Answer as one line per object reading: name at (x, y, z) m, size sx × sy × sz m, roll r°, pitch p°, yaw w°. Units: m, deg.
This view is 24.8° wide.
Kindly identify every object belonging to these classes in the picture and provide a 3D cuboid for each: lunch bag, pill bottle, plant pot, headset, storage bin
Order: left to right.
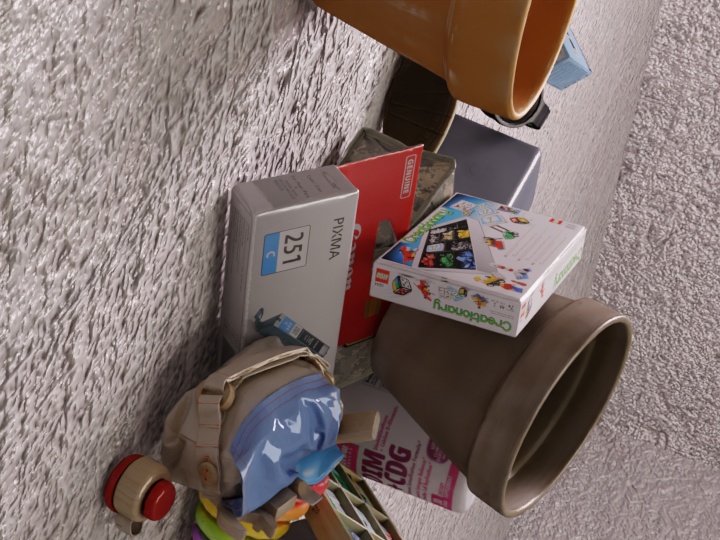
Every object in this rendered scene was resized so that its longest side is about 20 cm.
lunch bag at (0.000, 0.000, 1.470) m, size 0.200 × 0.117 × 0.164 m, roll -53°, pitch 156°, yaw -38°
pill bottle at (0.028, 0.151, 1.594) m, size 0.113 × 0.199 × 0.114 m, roll 19°, pitch 90°, yaw -76°
plant pot at (0.066, -0.239, 1.259) m, size 0.200 × 0.182 × 0.201 m, roll 20°, pitch 90°, yaw -76°
storage bin at (0.102, -0.069, 1.737) m, size 0.200 × 0.134 × 0.146 m, roll -56°, pitch 160°, yaw -45°
plant pot at (0.111, 0.084, 1.416) m, size 0.200 × 0.173 × 0.200 m, roll -43°, pitch 152°, yaw -30°
headset at (0.139, -0.211, 1.713) m, size 0.094 × 0.123 × 0.200 m, roll -59°, pitch 156°, yaw 2°

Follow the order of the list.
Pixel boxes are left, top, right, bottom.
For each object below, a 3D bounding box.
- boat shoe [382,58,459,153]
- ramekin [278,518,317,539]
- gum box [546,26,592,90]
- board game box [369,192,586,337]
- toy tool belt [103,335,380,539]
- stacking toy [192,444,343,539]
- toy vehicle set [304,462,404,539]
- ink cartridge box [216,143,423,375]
boat shoe at (0.077, -0.194, 1.596) m, size 0.066 × 0.074 × 0.201 m, roll 2°, pitch 106°, yaw -70°
ramekin at (-0.066, 0.313, 1.495) m, size 0.202 × 0.094 × 0.202 m, roll -33°, pitch -165°, yaw 10°
gum box at (0.179, -0.281, 1.727) m, size 0.171 × 0.044 × 0.200 m, roll 64°, pitch 13°, yaw 5°
board game box at (0.103, -0.009, 1.371) m, size 0.200 × 0.126 × 0.035 m, roll -39°, pitch 141°, yaw -60°
toy tool belt at (-0.082, 0.139, 1.227) m, size 0.200 × 0.123 × 0.125 m, roll -40°, pitch 146°, yaw -42°
stacking toy at (-0.107, 0.218, 1.408) m, size 0.201 × 0.109 × 0.116 m, roll -63°, pitch 171°, yaw 12°
toy vehicle set at (-0.007, 0.227, 1.469) m, size 0.027 × 0.200 × 0.124 m, roll -47°, pitch 127°, yaw 7°
ink cartridge box at (-0.026, 0.005, 1.323) m, size 0.175 × 0.045 × 0.201 m, roll -15°, pitch 133°, yaw -27°
